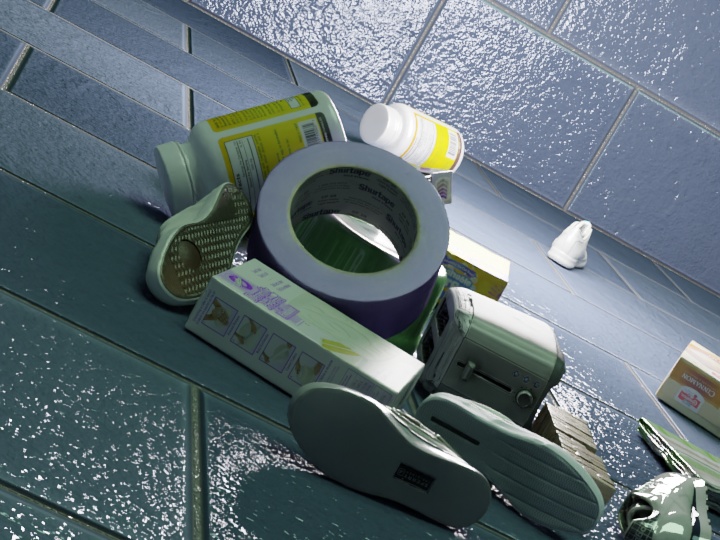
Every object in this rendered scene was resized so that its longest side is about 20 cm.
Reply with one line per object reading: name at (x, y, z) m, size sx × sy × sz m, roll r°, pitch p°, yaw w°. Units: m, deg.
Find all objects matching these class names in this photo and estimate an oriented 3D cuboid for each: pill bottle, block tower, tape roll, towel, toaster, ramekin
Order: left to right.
pill bottle at (-0.121, -0.122, 1.777) m, size 0.199 × 0.113 × 0.112 m, roll -16°, pitch 28°, yaw -13°
tape roll at (-0.014, -0.029, 1.647) m, size 0.199 × 0.085 × 0.201 m, roll 6°, pitch 56°, yaw -9°
ramekin at (0.000, 0.000, 1.796) m, size 0.199 × 0.098 × 0.200 m, roll 29°, pitch 12°, yaw -7°
pill bottle at (0.094, -0.245, 3.008) m, size 0.200 × 0.110 × 0.109 m, roll 20°, pitch 16°, yaw -42°
toaster at (0.136, 0.092, 1.721) m, size 0.129 × 0.114 × 0.200 m, roll 27°, pitch 14°, yaw -6°
block tower at (0.204, 0.193, 1.610) m, size 0.054 × 0.058 × 0.200 m, roll 29°, pitch 10°, yaw -6°
towel at (0.426, 0.256, 1.972) m, size 0.149 × 0.031 × 0.200 m, roll 29°, pitch 9°, yaw -18°

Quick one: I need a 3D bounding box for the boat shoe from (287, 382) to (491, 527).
boat shoe at (0.020, 0.144, 1.327) m, size 0.199 × 0.072 × 0.066 m, roll 26°, pitch 8°, yaw -23°

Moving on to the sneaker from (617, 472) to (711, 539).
sneaker at (0.299, 0.241, 1.613) m, size 0.080 × 0.077 × 0.200 m, roll 21°, pitch 10°, yaw 2°

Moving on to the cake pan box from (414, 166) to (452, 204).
cake pan box at (-0.004, -0.111, 2.105) m, size 0.199 × 0.053 × 0.184 m, roll 11°, pitch 15°, yaw 39°

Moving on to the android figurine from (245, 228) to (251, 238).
android figurine at (-0.138, -0.083, 1.946) m, size 0.182 × 0.041 × 0.200 m, roll 21°, pitch 16°, yaw -37°

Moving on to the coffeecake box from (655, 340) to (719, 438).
coffeecake box at (0.530, 0.185, 2.387) m, size 0.153 × 0.073 × 0.200 m, roll 34°, pitch 13°, yaw 11°

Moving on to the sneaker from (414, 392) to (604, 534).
sneaker at (0.146, 0.172, 1.505) m, size 0.200 × 0.073 × 0.071 m, roll 35°, pitch 16°, yaw 20°

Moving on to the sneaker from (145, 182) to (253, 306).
sneaker at (-0.169, -0.011, 1.555) m, size 0.073 × 0.084 × 0.200 m, roll 55°, pitch 28°, yaw -12°

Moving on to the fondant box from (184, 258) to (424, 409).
fondant box at (-0.048, 0.071, 1.493) m, size 0.200 × 0.058 × 0.144 m, roll 31°, pitch 12°, yaw 7°

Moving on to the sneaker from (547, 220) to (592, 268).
sneaker at (0.410, -0.057, 3.054) m, size 0.075 × 0.089 × 0.200 m, roll 30°, pitch 11°, yaw 7°

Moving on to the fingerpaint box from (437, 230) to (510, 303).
fingerpaint box at (0.096, -0.015, 2.149) m, size 0.199 × 0.074 × 0.167 m, roll 28°, pitch 11°, yaw 0°
